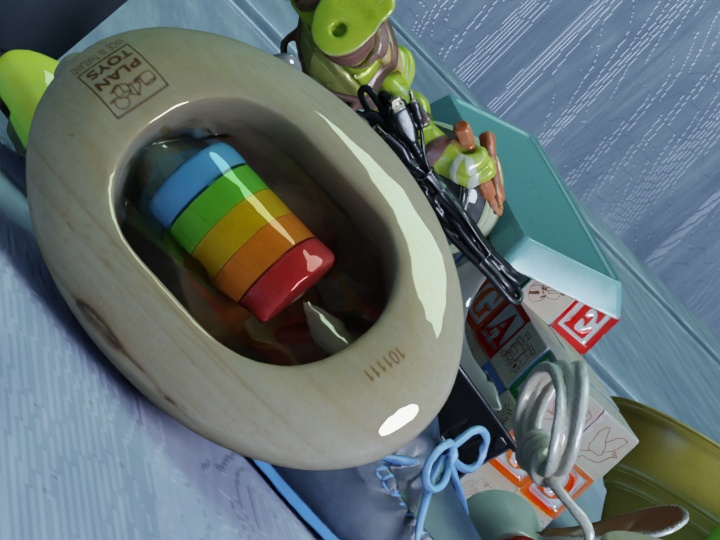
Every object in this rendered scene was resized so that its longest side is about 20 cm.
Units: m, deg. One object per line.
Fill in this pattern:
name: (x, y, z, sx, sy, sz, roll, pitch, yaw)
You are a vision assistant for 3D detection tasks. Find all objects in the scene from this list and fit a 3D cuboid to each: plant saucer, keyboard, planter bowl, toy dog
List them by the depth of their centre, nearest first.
keyboard: (0.000, 0.000, 1.089, 0.200, 0.127, 0.021, 54, 22, -18)
toy dog: (0.108, 0.141, 1.118, 0.096, 0.132, 0.201, 19, 28, -19)
plant saucer: (0.082, -0.038, 1.358, 0.070, 0.019, 0.200, 25, 19, -20)
planter bowl: (0.186, 0.158, 1.409, 0.200, 0.084, 0.200, 36, -9, 7)

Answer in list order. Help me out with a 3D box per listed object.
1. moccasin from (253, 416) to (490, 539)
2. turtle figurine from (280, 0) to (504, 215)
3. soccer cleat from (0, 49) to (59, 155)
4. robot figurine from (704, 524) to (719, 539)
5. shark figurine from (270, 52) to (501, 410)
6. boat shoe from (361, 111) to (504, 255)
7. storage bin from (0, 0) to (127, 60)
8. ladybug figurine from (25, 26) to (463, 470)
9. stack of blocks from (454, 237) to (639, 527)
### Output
moccasin: (0.003, 0.069, 1.059, 0.200, 0.068, 0.080, 45, 9, -5)
turtle figurine: (-0.010, -0.112, 1.221, 0.201, 0.064, 0.161, 60, 6, 21)
soccer cleat: (-0.069, -0.032, 1.123, 0.200, 0.084, 0.065, 43, 9, -18)
robot figurine: (0.217, 0.213, 1.273, 0.200, 0.116, 0.175, 49, 35, 15)
shark figurine: (-0.030, 0.000, 1.235, 0.215, 0.127, 0.090, 48, 36, -40)
boat shoe: (-0.021, -0.047, 1.325, 0.200, 0.072, 0.066, 12, 3, 42)
storage bin: (-0.148, -0.171, 1.216, 0.146, 0.134, 0.200, 49, 10, 20)
ladybug figurine: (-0.047, -0.005, 1.012, 0.200, 0.135, 0.072, 50, -20, 14)
stack of blocks: (0.071, 0.040, 1.368, 0.059, 0.115, 0.200, 41, 11, -30)
